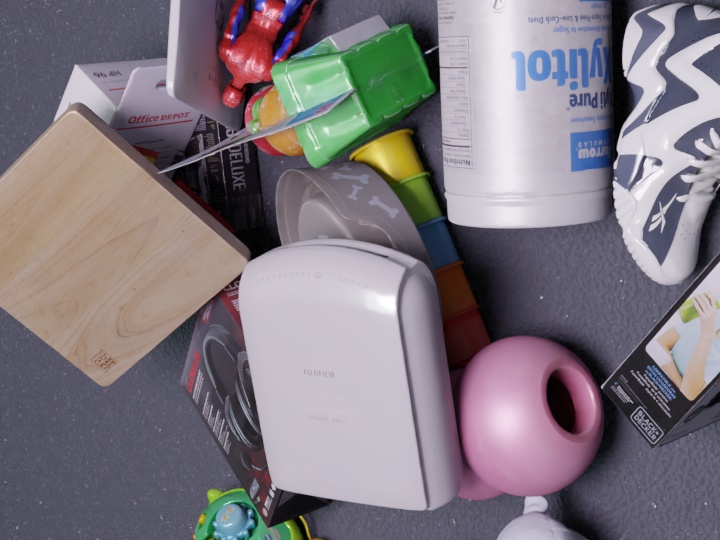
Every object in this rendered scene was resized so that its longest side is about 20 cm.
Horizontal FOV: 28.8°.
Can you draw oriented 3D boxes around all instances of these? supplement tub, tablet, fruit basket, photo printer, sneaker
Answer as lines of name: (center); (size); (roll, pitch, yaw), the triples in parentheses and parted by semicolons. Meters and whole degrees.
supplement tub: (0.124, -0.139, 1.048); (0.131, 0.131, 0.203); (4, 102, 39)
tablet: (-0.127, -0.198, 1.202); (0.013, 0.200, 0.132); (2, 88, 10)
fruit basket: (-0.049, -0.140, 1.158); (0.198, 0.185, 0.095); (-8, 107, 40)
photo printer: (-0.010, 0.075, 1.072); (0.165, 0.069, 0.202); (3, 109, 35)
sneaker: (0.252, -0.088, 0.982); (0.129, 0.079, 0.202); (5, 92, 48)

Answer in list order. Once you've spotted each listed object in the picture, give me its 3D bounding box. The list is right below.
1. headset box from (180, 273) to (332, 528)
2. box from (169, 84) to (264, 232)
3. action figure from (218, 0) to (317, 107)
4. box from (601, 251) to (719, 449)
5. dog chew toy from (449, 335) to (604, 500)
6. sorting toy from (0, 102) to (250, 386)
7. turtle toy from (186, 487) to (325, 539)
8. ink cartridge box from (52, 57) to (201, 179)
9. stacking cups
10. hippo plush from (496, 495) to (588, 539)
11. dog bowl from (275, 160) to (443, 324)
headset box: (-0.086, 0.103, 1.272); (0.201, 0.077, 0.150); (53, 141, 29)
box: (-0.187, -0.113, 1.366); (0.198, 0.050, 0.160); (-3, 97, 40)
action figure: (-0.070, -0.232, 1.203); (0.065, 0.052, 0.202); (26, 92, -9)
box: (0.269, 0.028, 0.970); (0.060, 0.116, 0.201); (51, 127, 23)
dog chew toy: (0.101, 0.129, 1.133); (0.199, 0.124, 0.126); (-27, 81, 48)
sorting toy: (-0.228, -0.030, 1.224); (0.199, 0.070, 0.199); (-38, 113, 25)
turtle toy: (-0.100, 0.298, 1.340); (0.146, 0.101, 0.201); (-44, 71, 36)
ink cartridge box: (-0.218, -0.125, 1.279); (0.068, 0.115, 0.201); (44, 123, 22)
stacking cups: (0.054, -0.016, 1.175); (0.060, 0.060, 0.202); (-28, 81, 39)
hippo plush: (0.113, 0.252, 1.130); (0.161, 0.199, 0.160); (-51, 34, 14)
dog bowl: (0.000, 0.000, 1.175); (0.200, 0.058, 0.201); (51, 154, 35)
